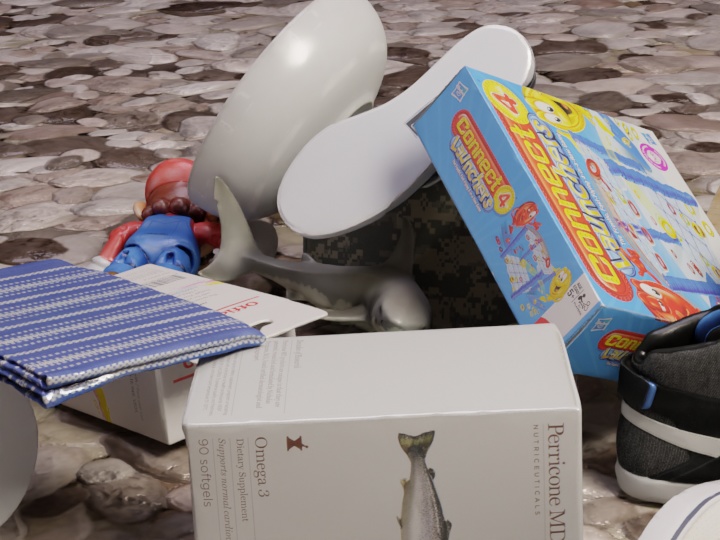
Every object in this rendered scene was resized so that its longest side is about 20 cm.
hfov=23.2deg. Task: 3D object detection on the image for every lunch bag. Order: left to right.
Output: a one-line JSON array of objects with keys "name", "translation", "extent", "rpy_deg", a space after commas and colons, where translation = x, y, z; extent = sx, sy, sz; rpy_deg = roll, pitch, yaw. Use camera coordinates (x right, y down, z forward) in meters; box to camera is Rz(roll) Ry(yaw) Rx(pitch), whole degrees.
[{"name": "lunch bag", "translation": [0.068, -0.033, 1.296], "extent": [0.198, 0.141, 0.167], "rpy_deg": [4, 10, 22]}]

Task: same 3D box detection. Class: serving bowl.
[{"name": "serving bowl", "translation": [-0.042, -0.111, 1.304], "extent": [0.066, 0.201, 0.200], "rpy_deg": [39, 30, 9]}]

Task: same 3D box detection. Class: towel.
[{"name": "towel", "translation": [-0.168, 0.031, 0.966], "extent": [0.144, 0.024, 0.199], "rpy_deg": [-14, 21, -41]}]

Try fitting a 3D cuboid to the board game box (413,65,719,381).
[{"name": "board game box", "translation": [0.152, -0.020, 1.101], "extent": [0.195, 0.056, 0.201], "rpy_deg": [12, 41, -43]}]

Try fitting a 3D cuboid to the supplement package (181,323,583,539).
[{"name": "supplement package", "translation": [0.014, 0.106, 0.921], "extent": [0.197, 0.118, 0.117], "rpy_deg": [-3, 18, 1]}]

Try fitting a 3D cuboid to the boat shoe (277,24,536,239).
[{"name": "boat shoe", "translation": [0.034, -0.086, 1.177], "extent": [0.199, 0.072, 0.068], "rpy_deg": [-39, -19, 1]}]

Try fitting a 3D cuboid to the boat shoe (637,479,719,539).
[{"name": "boat shoe", "translation": [0.202, 0.143, 0.870], "extent": [0.069, 0.072, 0.199], "rpy_deg": [10, 16, 39]}]

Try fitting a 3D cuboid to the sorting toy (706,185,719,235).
[{"name": "sorting toy", "translation": [0.346, -0.002, 1.256], "extent": [0.198, 0.070, 0.199], "rpy_deg": [3, 20, 19]}]

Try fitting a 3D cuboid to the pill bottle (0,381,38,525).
[{"name": "pill bottle", "translation": [-0.289, 0.089, 1.018], "extent": [0.198, 0.115, 0.113], "rpy_deg": [11, 23, 34]}]

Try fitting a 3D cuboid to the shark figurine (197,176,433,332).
[{"name": "shark figurine", "translation": [-0.005, -0.002, 1.204], "extent": [0.213, 0.090, 0.128], "rpy_deg": [22, 2, 41]}]

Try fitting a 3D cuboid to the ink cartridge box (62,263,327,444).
[{"name": "ink cartridge box", "translation": [-0.120, 0.055, 1.148], "extent": [0.116, 0.068, 0.199], "rpy_deg": [-19, 21, -39]}]

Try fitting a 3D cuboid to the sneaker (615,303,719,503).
[{"name": "sneaker", "translation": [0.243, 0.074, 0.986], "extent": [0.197, 0.113, 0.073], "rpy_deg": [-1, 20, 6]}]

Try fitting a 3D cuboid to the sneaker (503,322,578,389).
[{"name": "sneaker", "translation": [0.040, 0.082, 1.084], "extent": [0.198, 0.073, 0.072], "rpy_deg": [-10, 27, 25]}]

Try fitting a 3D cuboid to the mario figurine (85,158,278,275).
[{"name": "mario figurine", "translation": [-0.141, -0.003, 1.359], "extent": [0.123, 0.106, 0.201], "rpy_deg": [31, 31, -5]}]
